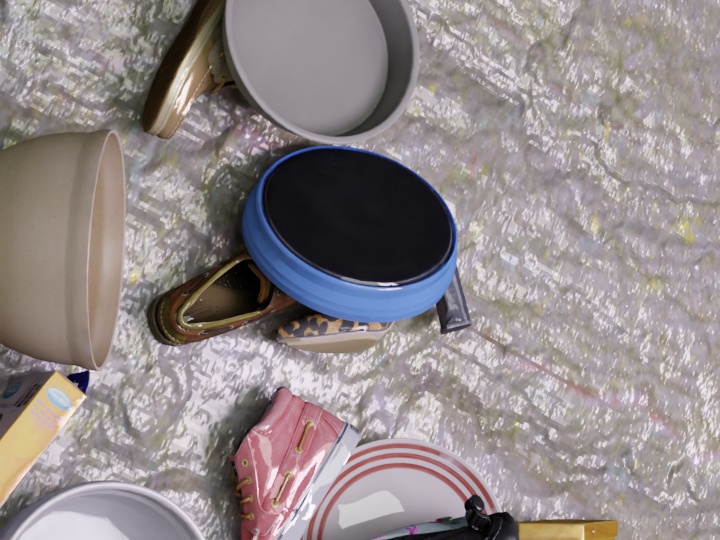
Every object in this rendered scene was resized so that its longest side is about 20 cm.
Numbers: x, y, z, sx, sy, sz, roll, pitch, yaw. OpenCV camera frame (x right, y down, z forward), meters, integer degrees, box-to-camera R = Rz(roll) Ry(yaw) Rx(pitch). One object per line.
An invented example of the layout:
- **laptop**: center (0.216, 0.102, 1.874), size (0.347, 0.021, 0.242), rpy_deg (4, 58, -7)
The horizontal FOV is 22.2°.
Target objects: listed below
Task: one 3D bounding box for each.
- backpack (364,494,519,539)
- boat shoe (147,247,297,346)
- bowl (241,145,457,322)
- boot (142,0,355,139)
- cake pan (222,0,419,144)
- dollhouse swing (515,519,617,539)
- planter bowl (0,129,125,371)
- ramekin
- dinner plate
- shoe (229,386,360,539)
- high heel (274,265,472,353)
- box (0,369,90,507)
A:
- **backpack**: center (0.046, 0.302, 1.616), size (0.200, 0.127, 0.167), rpy_deg (-8, 67, -4)
- **boat shoe**: center (-0.093, 0.014, 1.657), size (0.200, 0.068, 0.072), rpy_deg (-31, 98, -27)
- **bowl**: center (-0.005, -0.038, 1.658), size (0.200, 0.039, 0.201), rpy_deg (11, 43, -10)
- **boot**: center (-0.098, -0.174, 1.674), size (0.155, 0.073, 0.200), rpy_deg (35, 65, -21)
- **cake pan**: center (-0.039, -0.207, 1.650), size (0.200, 0.037, 0.201), rpy_deg (7, 75, -30)
- **dollhouse swing**: center (0.145, 0.342, 1.765), size (0.182, 0.176, 0.200), rpy_deg (14, 74, -67)
- **planter bowl**: center (-0.274, -0.021, 1.517), size (0.135, 0.200, 0.201), rpy_deg (4, 82, 1)
- **ramekin**: center (-0.228, 0.276, 1.543), size (0.200, 0.105, 0.201), rpy_deg (3, 84, -26)
- **dinner plate**: center (0.037, 0.255, 1.695), size (0.200, 0.024, 0.201), rpy_deg (0, 84, -1)
- **shoe**: center (-0.088, 0.205, 1.646), size (0.091, 0.071, 0.200), rpy_deg (33, 77, -4)
- **high heel**: center (0.000, 0.000, 1.717), size (0.200, 0.071, 0.143), rpy_deg (-8, 77, -24)
- **box**: center (-0.302, 0.153, 1.511), size (0.041, 0.119, 0.200), rpy_deg (41, 68, -17)
